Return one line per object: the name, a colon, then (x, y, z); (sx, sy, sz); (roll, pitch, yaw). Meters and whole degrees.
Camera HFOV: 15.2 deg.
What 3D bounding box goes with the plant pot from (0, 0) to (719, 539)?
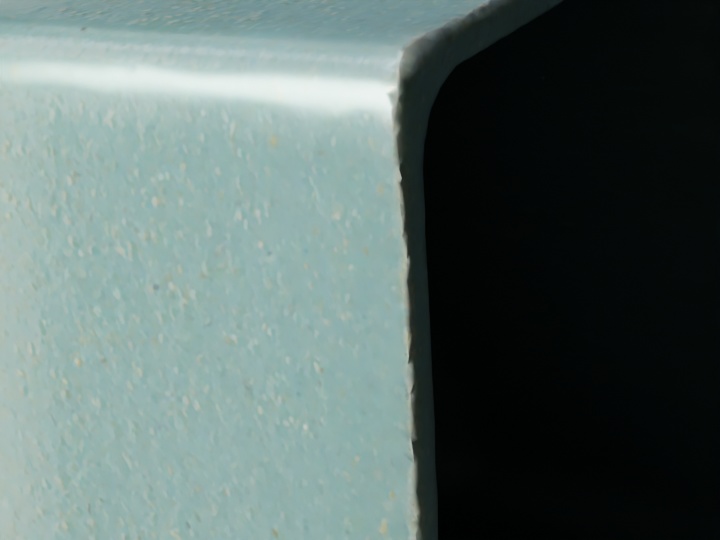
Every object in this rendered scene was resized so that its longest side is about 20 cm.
plant pot: (-0.027, 0.008, 0.625); (0.199, 0.197, 0.196); (9, 25, 28)
